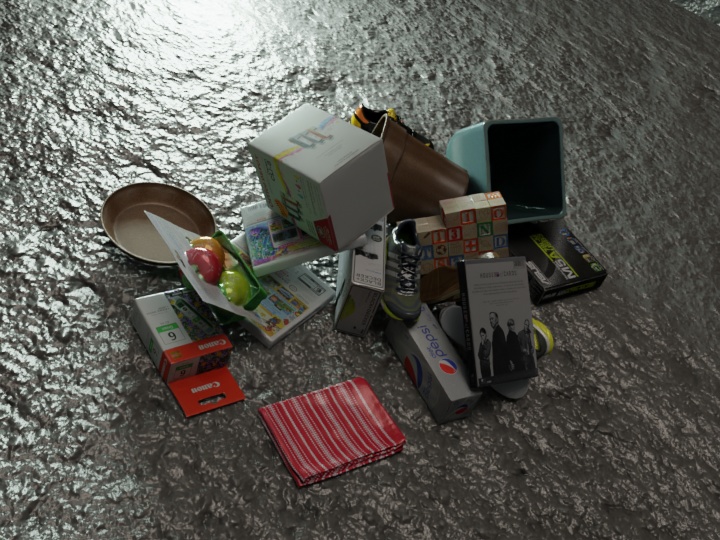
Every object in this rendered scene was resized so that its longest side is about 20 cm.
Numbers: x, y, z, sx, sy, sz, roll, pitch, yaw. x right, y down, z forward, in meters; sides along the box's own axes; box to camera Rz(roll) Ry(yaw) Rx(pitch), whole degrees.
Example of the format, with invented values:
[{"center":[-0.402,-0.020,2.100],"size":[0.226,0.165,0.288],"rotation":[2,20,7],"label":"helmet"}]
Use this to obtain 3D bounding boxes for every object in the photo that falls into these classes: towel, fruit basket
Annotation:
[{"center":[-0.041,0.238,1.390],"size":[0.197,0.023,0.145],"rotation":[-12,51,-34],"label":"towel"},{"center":[-0.237,0.005,1.407],"size":[0.186,0.094,0.199],"rotation":[52,14,24],"label":"fruit basket"}]

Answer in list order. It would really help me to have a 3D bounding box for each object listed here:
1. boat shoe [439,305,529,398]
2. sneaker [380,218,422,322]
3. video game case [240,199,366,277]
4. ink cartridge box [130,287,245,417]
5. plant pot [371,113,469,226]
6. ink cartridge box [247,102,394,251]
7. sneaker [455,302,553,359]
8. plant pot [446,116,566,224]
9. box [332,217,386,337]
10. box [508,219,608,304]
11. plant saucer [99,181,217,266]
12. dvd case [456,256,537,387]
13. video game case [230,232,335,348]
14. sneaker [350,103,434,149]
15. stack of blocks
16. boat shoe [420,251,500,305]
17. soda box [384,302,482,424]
[{"center":[0.209,0.138,1.576],"size":[0.200,0.071,0.070],"rotation":[42,-2,-3],"label":"boat shoe"},{"center":[0.072,-0.002,1.551],"size":[0.072,0.082,0.203],"rotation":[5,51,-13],"label":"sneaker"},{"center":[-0.103,-0.078,1.593],"size":[0.196,0.024,0.183],"rotation":[-16,41,-4],"label":"video game case"},{"center":[-0.258,0.118,1.392],"size":[0.108,0.051,0.201],"rotation":[-13,52,-36],"label":"ink cartridge box"},{"center":[0.091,-0.164,1.762],"size":[0.195,0.201,0.202],"rotation":[25,40,-9],"label":"plant pot"},{"center":[-0.066,-0.161,1.545],"size":[0.144,0.147,0.199],"rotation":[-37,46,-24],"label":"ink cartridge box"},{"center":[0.244,0.092,1.618],"size":[0.198,0.076,0.084],"rotation":[31,33,25],"label":"sneaker"},{"center":[0.274,-0.197,1.853],"size":[0.193,0.200,0.199],"rotation":[-7,6,-28],"label":"plant pot"},{"center":[0.000,0.000,1.590],"size":[0.059,0.118,0.202],"rotation":[14,42,-10],"label":"box"},{"center":[0.370,-0.032,1.852],"size":[0.190,0.048,0.201],"rotation":[-9,49,-36],"label":"box"},{"center":[-0.345,-0.072,1.566],"size":[0.197,0.037,0.203],"rotation":[14,42,-13],"label":"plant saucer"},{"center":[0.226,0.081,1.504],"size":[0.148,0.025,0.205],"rotation":[-3,85,-39],"label":"dvd case"},{"center":[-0.168,0.023,1.559],"size":[0.199,0.023,0.181],"rotation":[38,43,15],"label":"video game case"},{"center":[0.073,-0.297,1.960],"size":[0.196,0.091,0.071],"rotation":[13,41,-12],"label":"sneaker"},{"center":[0.168,-0.066,1.681],"size":[0.196,0.117,0.059],"rotation":[-9,28,-1],"label":"stack of blocks"},{"center":[0.179,0.030,1.614],"size":[0.072,0.198,0.073],"rotation":[40,44,-30],"label":"boat shoe"},{"center":[0.118,0.151,1.524],"size":[0.067,0.064,0.201],"rotation":[-8,50,-31],"label":"soda box"}]
